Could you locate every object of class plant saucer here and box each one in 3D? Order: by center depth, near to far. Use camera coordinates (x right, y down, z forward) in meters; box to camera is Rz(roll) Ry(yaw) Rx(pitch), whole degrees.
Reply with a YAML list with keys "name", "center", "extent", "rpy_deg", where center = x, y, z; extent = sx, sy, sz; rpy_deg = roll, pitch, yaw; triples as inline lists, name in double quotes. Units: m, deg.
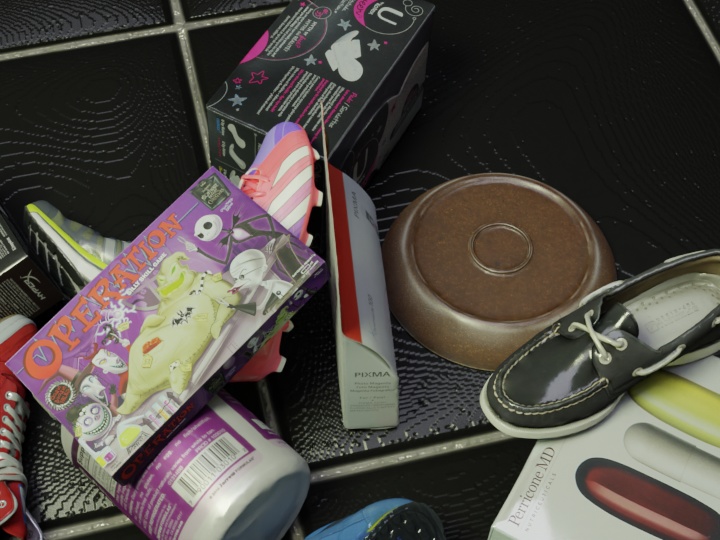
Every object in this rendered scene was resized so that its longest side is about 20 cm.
- name: "plant saucer"
  center: [0.115, -0.010, 1.034]
  extent: [0.199, 0.035, 0.201]
  rpy_deg: [1, 55, -1]

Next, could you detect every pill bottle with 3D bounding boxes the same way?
- name: "pill bottle"
  center: [-0.141, 0.121, 0.890]
  extent: [0.200, 0.113, 0.112]
  rpy_deg: [37, 62, 24]

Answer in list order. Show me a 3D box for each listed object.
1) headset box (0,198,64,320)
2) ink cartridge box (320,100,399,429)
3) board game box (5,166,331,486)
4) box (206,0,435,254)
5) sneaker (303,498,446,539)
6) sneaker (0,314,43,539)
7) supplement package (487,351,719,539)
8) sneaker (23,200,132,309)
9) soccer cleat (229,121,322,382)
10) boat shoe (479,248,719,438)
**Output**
- name: "headset box"
  center: [-0.356, 0.014, 0.968]
  extent: [0.200, 0.077, 0.149]
  rpy_deg: [-37, 61, -7]
- name: "ink cartridge box"
  center: [0.000, 0.000, 0.922]
  extent: [0.057, 0.200, 0.163]
  rpy_deg: [-2, 54, -6]
- name: "board game box"
  center: [-0.130, 0.034, 0.852]
  extent: [0.120, 0.032, 0.200]
  rpy_deg: [38, 77, 28]
- name: "box"
  center: [-0.030, -0.138, 1.064]
  extent: [0.114, 0.132, 0.200]
  rpy_deg: [25, 57, 14]
- name: "sneaker"
  center: [-0.035, 0.217, 0.839]
  extent: [0.199, 0.078, 0.066]
  rpy_deg: [-26, 94, -30]
- name: "sneaker"
  center: [-0.261, 0.132, 0.906]
  extent: [0.112, 0.071, 0.201]
  rpy_deg: [19, 64, 17]
- name: "supplement package"
  center: [0.207, 0.170, 0.834]
  extent: [0.199, 0.147, 0.192]
  rpy_deg: [24, 57, 15]
- name: "sneaker"
  center: [-0.196, 0.003, 1.010]
  extent: [0.200, 0.074, 0.081]
  rpy_deg: [36, 45, 21]
- name: "soccer cleat"
  center: [-0.080, -0.019, 0.909]
  extent: [0.076, 0.067, 0.201]
  rpy_deg: [15, 77, -27]
- name: "boat shoe"
  center: [0.167, 0.043, 0.796]
  extent: [0.199, 0.060, 0.074]
  rpy_deg: [-20, 56, -17]
